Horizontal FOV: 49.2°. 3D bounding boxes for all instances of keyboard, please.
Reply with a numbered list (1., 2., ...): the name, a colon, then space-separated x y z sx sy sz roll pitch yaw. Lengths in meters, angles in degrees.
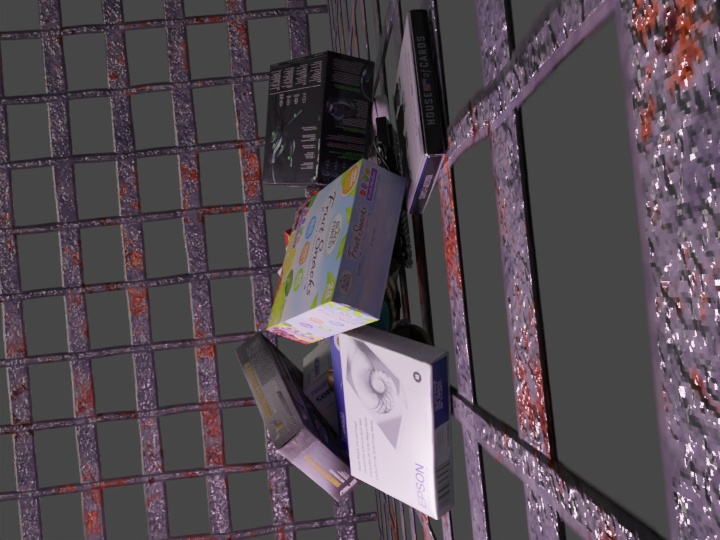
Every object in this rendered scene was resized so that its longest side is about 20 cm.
1. keyboard: 0.056 -0.109 1.073 0.104 0.039 0.205 19 -118 -68

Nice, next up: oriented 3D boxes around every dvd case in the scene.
1. dvd case: 0.060 -0.161 0.852 0.200 0.024 0.154 102 163 -78

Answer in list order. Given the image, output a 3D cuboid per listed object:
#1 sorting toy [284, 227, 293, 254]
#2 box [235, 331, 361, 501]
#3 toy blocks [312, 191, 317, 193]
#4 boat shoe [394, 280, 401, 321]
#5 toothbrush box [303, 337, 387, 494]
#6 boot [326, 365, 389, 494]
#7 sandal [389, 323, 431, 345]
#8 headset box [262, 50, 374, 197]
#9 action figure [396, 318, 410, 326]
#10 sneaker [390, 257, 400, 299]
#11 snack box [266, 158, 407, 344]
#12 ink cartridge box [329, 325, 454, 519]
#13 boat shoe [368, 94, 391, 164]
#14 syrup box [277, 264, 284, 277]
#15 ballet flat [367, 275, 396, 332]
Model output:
1. sorting toy: -0.049 -0.019 1.438 0.070 0.197 0.201 47 153 38
2. box: -0.086 0.198 1.080 0.159 0.048 0.201 51 -177 -42
3. toy blocks: -0.031 -0.196 1.327 0.203 0.098 0.137 -67 -6 27
4. boat shoe: 0.040 0.059 1.321 0.073 0.074 0.205 20 -117 -59
5. toothbrush box: 0.004 0.202 1.160 0.201 0.085 0.147 51 -175 -11
6. boot: 0.014 0.214 1.039 0.201 0.075 0.073 50 160 -9
7. sandal: 0.060 0.157 0.986 0.055 0.080 0.205 -48 -41 -66
8. headset box: -0.067 -0.214 1.198 0.173 0.091 0.205 7 94 55
9. action figure: 0.045 0.134 1.110 0.200 0.068 0.133 -69 -41 -77
10. sneaker: 0.030 -0.033 1.174 0.201 0.065 0.092 86 -171 -65
11. snack box: -0.032 -0.015 0.924 0.199 0.067 0.172 -25 49 59
12. ink cartridge box: 0.023 0.167 0.934 0.198 0.040 0.204 14 117 44
13. boat shoe: 0.016 -0.195 1.237 0.201 0.064 0.073 90 174 -64
14. syrup box: -0.043 0.029 1.365 0.199 0.079 0.082 29 -161 -49
15. ballet flat: 0.019 0.035 1.011 0.064 0.074 0.205 10 -103 -60
